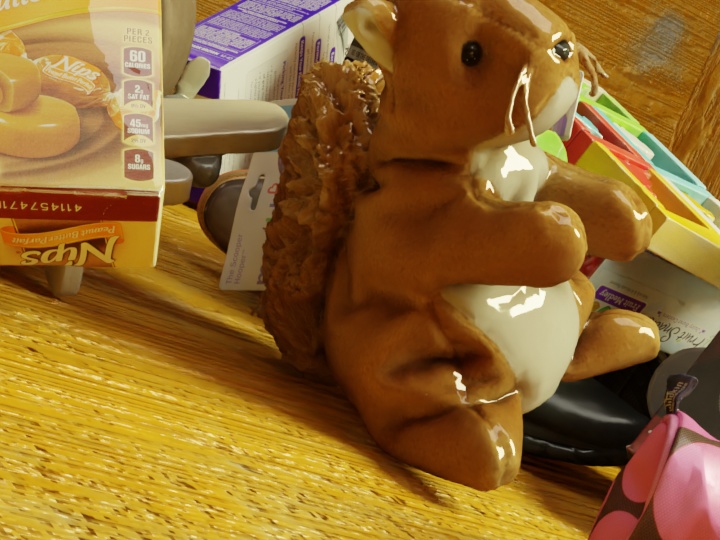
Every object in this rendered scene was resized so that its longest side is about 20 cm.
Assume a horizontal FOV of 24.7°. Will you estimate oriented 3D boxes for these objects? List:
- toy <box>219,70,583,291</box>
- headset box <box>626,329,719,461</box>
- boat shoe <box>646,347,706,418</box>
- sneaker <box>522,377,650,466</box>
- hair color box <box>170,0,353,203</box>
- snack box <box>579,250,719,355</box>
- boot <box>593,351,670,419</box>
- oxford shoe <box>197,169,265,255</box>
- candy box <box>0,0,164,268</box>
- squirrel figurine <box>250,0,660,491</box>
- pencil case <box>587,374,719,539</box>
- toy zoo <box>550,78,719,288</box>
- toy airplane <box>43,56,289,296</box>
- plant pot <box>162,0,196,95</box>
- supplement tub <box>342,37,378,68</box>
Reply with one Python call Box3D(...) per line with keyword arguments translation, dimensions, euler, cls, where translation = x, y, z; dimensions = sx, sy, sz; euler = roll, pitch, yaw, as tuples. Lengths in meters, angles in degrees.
Box3D(translation=(0.009, -0.051, 0.833), dimensions=(0.199, 0.116, 0.047), euler=(0, -25, 33), cls="toy")
Box3D(translation=(0.223, 0.071, 0.711), dimensions=(0.148, 0.200, 0.077), euler=(28, -25, 35), cls="headset box")
Box3D(translation=(0.226, 0.118, 0.799), dimensions=(0.202, 0.075, 0.086), euler=(35, -5, 23), cls="boat shoe")
Box3D(translation=(0.064, 0.031, 0.824), dimensions=(0.199, 0.091, 0.076), euler=(29, 6, 27), cls="sneaker")
Box3D(translation=(-0.077, -0.138, 1.215), dimensions=(0.065, 0.110, 0.200), euler=(21, 33, 23), cls="hair color box")
Box3D(translation=(0.141, -0.018, 0.894), dimensions=(0.199, 0.053, 0.142), euler=(20, 24, -46), cls="snack box")
Box3D(translation=(0.172, 0.052, 0.981), dimensions=(0.150, 0.074, 0.200), euler=(12, 21, -36), cls="boot")
Box3D(translation=(0.000, 0.000, 0.926), dimensions=(0.199, 0.072, 0.073), euler=(24, 9, -4), cls="oxford shoe")
Box3D(translation=(-0.137, -0.098, 0.651), dimensions=(0.115, 0.201, 0.055), euler=(2, -33, -11), cls="candy box")
Box3D(translation=(0.023, -0.036, 0.703), dimensions=(0.199, 0.188, 0.141), euler=(13, 30, 43), cls="squirrel figurine")
Box3D(translation=(0.176, 0.119, 0.560), dimensions=(0.199, 0.091, 0.094), euler=(27, 0, 8), cls="pencil case")
Box3D(translation=(0.145, -0.049, 0.855), dimensions=(0.131, 0.020, 0.200), euler=(18, 27, -48), cls="toy zoo")
Box3D(translation=(-0.154, -0.066, 0.749), dimensions=(0.199, 0.141, 0.199), euler=(32, 45, 2), cls="toy airplane")
Box3D(translation=(-0.228, -0.163, 1.044), dimensions=(0.199, 0.201, 0.175), euler=(25, 26, 12), cls="plant pot")
Box3D(translation=(0.029, -0.088, 1.145), dimensions=(0.122, 0.201, 0.123), euler=(23, 7, -3), cls="supplement tub")
